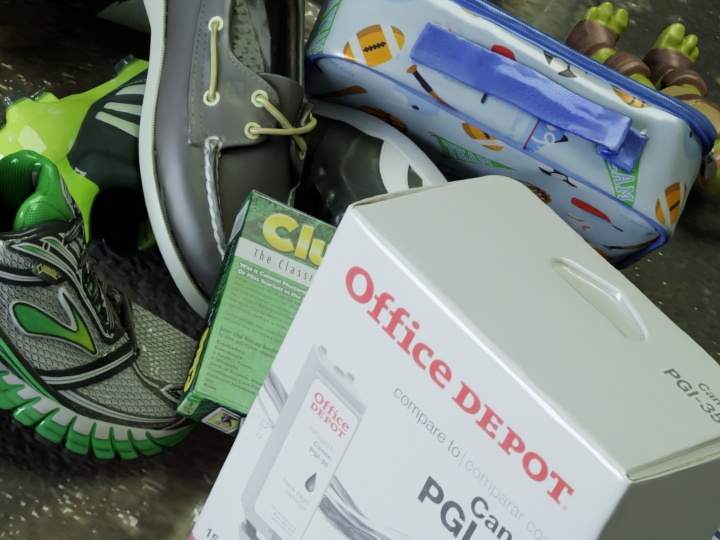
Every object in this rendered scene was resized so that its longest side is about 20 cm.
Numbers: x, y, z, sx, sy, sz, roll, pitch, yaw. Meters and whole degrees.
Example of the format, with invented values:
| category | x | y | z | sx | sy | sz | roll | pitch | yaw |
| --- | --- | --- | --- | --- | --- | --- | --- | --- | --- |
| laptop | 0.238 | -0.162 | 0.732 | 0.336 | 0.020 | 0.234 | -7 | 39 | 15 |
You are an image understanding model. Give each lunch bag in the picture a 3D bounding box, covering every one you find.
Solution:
| category | x | y | z | sx | sy | sz | roll | pitch | yaw |
| --- | --- | --- | --- | --- | --- | --- | --- | --- | --- |
| lunch bag | 0.068 | -0.072 | 1.163 | 0.200 | 0.076 | 0.160 | 26 | -12 | -3 |

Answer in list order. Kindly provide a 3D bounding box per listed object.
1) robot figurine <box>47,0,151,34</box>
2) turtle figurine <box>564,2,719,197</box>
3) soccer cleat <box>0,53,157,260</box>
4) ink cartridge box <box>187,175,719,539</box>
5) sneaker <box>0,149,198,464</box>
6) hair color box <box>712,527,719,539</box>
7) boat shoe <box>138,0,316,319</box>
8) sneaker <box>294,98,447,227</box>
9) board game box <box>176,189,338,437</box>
| category | x | y | z | sx | sy | sz | roll | pitch | yaw |
| --- | --- | --- | --- | --- | --- | --- | --- | --- | --- |
| robot figurine | -0.126 | -0.189 | 1.220 | 0.200 | 0.125 | 0.150 | 18 | -11 | -14 |
| turtle figurine | 0.181 | -0.079 | 1.341 | 0.200 | 0.064 | 0.161 | 2 | 31 | -20 |
| soccer cleat | -0.102 | -0.051 | 1.112 | 0.081 | 0.068 | 0.200 | 56 | 32 | 2 |
| ink cartridge box | 0.028 | 0.088 | 0.863 | 0.083 | 0.200 | 0.147 | -12 | 47 | -45 |
| sneaker | -0.122 | 0.008 | 0.948 | 0.200 | 0.085 | 0.078 | 32 | 17 | -42 |
| hair color box | 0.116 | 0.155 | 0.884 | 0.060 | 0.100 | 0.200 | 6 | 37 | -29 |
| boat shoe | -0.053 | -0.076 | 1.084 | 0.072 | 0.061 | 0.201 | 23 | 54 | -50 |
| sneaker | 0.000 | 0.000 | 1.090 | 0.200 | 0.073 | 0.112 | 39 | 35 | 19 |
| board game box | 0.032 | 0.050 | 1.008 | 0.200 | 0.023 | 0.105 | 24 | 55 | -11 |
